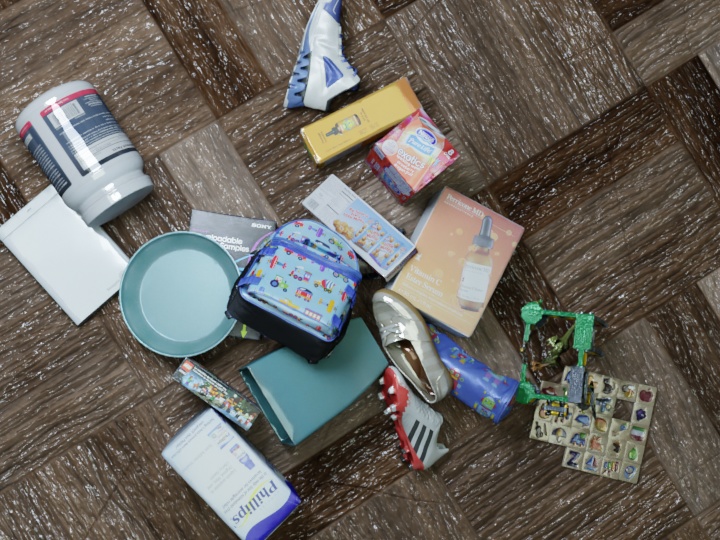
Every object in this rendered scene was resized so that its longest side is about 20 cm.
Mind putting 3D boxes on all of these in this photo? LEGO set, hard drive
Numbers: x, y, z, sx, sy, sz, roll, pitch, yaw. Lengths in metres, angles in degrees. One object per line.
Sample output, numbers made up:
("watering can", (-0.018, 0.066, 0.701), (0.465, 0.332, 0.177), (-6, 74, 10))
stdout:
("LEGO set", (0.336, 0.148, 1.719), (0.154, 0.116, 0.200), (-5, 76, 26))
("hard drive", (-0.471, -0.029, 1.673), (0.132, 0.027, 0.200), (-42, 92, -7))

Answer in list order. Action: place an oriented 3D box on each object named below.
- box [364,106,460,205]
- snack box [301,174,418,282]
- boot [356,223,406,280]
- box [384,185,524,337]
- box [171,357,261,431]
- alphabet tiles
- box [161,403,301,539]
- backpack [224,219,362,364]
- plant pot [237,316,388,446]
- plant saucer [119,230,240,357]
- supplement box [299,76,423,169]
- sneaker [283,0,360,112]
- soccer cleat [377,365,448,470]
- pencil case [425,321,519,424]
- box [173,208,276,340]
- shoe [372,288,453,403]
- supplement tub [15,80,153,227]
("box", (0.079, -0.178, 1.652), (0.095, 0.200, 0.100), (-39, 91, -5))
("snack box", (-0.002, -0.070, 1.661), (0.072, 0.024, 0.200), (-44, 65, -8))
("boot", (0.000, 0.000, 1.685), (0.097, 0.075, 0.200), (17, 83, 17))
("box", (0.149, -0.012, 1.696), (0.152, 0.106, 0.200), (27, 85, -3))
("box", (-0.220, 0.187, 1.598), (0.137, 0.200, 0.038), (37, 82, -3))
("alphabet tiles", (0.391, 0.257, 1.756), (0.200, 0.008, 0.167), (14, 86, -5))
("box", (-0.199, 0.311, 1.602), (0.105, 0.184, 0.200), (-43, 92, -8))
("backpack", (-0.081, 0.011, 1.559), (0.183, 0.135, 0.200), (30, 57, -2))
("plant pot", (-0.068, 0.164, 1.650), (0.200, 0.141, 0.141), (-31, 90, -14))
("plant saucer", (-0.281, 0.038, 1.649), (0.200, 0.036, 0.200), (-1, 84, 6))
("supplement box", (0.000, -0.243, 1.716), (0.200, 0.069, 0.067), (-27, 89, -8))
("sneaker", (-0.047, -0.349, 1.717), (0.115, 0.081, 0.200), (17, 92, -8))
("soccer cleat", (0.088, 0.232, 1.676), (0.085, 0.069, 0.200), (-24, 113, -16))
("pencil case", (0.163, 0.165, 1.679), (0.200, 0.087, 0.078), (33, 116, 16))
("box", (-0.219, 0.007, 1.693), (0.143, 0.036, 0.200), (8, 85, -5))
("shoe", (0.077, 0.119, 1.623), (0.200, 0.070, 0.053), (57, 40, -3))
("supplement tub", (-0.431, -0.183, 1.629), (0.140, 0.140, 0.200), (-34, 91, -7))
